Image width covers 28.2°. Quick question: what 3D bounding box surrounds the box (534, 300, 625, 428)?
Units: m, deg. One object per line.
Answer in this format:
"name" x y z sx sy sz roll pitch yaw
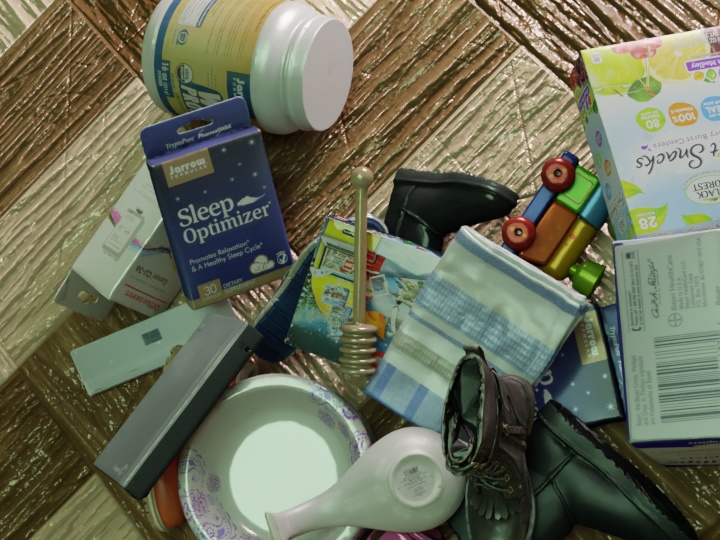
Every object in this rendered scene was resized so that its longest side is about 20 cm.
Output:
"box" 0.186 0.106 1.430 0.200 0.032 0.121 -16 71 15

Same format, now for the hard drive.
"hard drive" -0.186 0.134 1.448 0.033 0.140 0.200 40 77 -18

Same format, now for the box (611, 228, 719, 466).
"box" 0.302 0.078 1.300 0.105 0.200 0.184 -7 74 20

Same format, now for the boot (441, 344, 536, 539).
"boot" 0.106 0.170 1.275 0.069 0.174 0.201 0 83 19

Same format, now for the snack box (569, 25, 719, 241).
"snack box" 0.312 -0.128 1.393 0.168 0.068 0.201 -12 72 -7

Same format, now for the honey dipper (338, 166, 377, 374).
"honey dipper" 0.000 0.000 1.387 0.038 0.038 0.201 4 96 22

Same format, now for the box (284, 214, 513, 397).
"box" 0.040 0.041 1.421 0.200 0.038 0.137 20 100 9

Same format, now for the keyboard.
"keyboard" -0.229 0.081 1.597 0.200 0.011 0.056 -22 88 14

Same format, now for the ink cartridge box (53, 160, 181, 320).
"ink cartridge box" -0.236 -0.020 1.577 0.067 0.116 0.200 36 92 26

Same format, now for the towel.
"towel" 0.110 0.074 1.379 0.147 0.024 0.200 33 102 7

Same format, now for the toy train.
"toy train" 0.193 -0.008 1.437 0.116 0.085 0.200 34 90 11

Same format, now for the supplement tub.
"supplement tub" -0.123 -0.229 1.573 0.200 0.145 0.145 12 81 24

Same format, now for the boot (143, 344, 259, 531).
"boot" -0.168 0.183 1.525 0.107 0.075 0.201 7 78 18

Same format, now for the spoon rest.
"spoon rest" 0.005 0.215 1.365 0.200 0.061 0.100 -17 84 -12

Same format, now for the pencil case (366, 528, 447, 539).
"pencil case" 0.005 0.327 1.411 0.094 0.091 0.200 41 90 21

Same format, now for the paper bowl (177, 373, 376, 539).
"paper bowl" -0.077 0.208 1.452 0.200 0.104 0.201 -2 81 10

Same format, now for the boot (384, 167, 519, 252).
"boot" 0.069 0.001 1.467 0.165 0.066 0.200 8 74 50

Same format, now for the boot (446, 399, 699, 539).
"boot" 0.198 0.246 1.367 0.200 0.076 0.168 41 102 14

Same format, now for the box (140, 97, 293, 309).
"box" -0.149 -0.070 1.506 0.121 0.200 0.032 -20 23 -16

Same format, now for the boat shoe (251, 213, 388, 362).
"boat shoe" -0.046 0.006 1.504 0.072 0.072 0.200 41 110 -14
